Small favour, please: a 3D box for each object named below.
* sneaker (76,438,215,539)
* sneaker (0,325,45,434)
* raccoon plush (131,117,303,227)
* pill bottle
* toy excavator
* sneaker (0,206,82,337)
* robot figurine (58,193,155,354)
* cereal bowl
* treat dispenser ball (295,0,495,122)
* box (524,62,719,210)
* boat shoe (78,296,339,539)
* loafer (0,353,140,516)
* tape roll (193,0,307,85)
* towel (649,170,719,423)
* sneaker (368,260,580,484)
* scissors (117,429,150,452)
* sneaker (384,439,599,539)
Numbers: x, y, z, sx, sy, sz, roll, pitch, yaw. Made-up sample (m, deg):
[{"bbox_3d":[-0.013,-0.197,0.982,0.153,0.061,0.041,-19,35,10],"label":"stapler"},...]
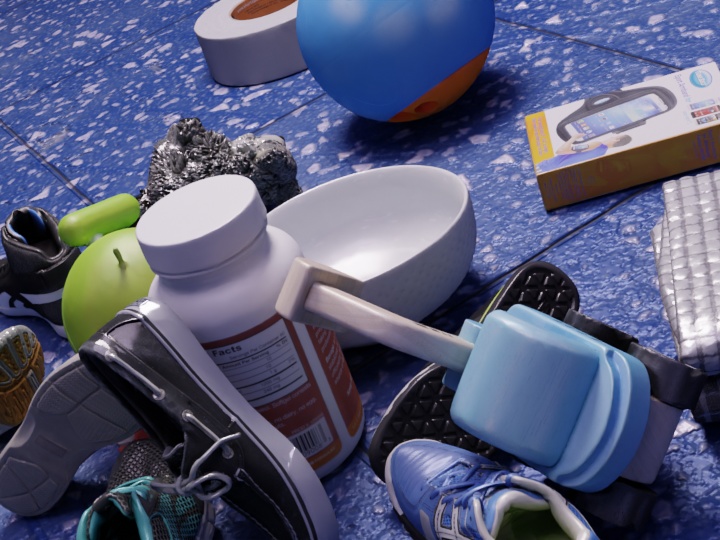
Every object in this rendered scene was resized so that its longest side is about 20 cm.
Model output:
[{"bbox_3d":[-0.140,0.163,0.828,0.077,0.092,0.201,-21,33,2],"label":"sneaker"},{"bbox_3d":[-0.330,0.115,1.059,0.087,0.076,0.200,-7,31,23],"label":"sneaker"},{"bbox_3d":[-0.142,-0.055,1.254,0.133,0.097,0.201,22,79,34],"label":"raccoon plush"},{"bbox_3d":[-0.076,0.042,0.888,0.111,0.201,0.112,-15,29,9],"label":"pill bottle"},{"bbox_3d":[0.069,0.053,0.765,0.194,0.199,0.101,29,96,59],"label":"toy excavator"},{"bbox_3d":[-0.309,-0.014,1.224,0.073,0.113,0.199,-38,33,-30],"label":"sneaker"},{"bbox_3d":[-0.172,0.031,1.013,0.115,0.176,0.200,-30,-1,-12],"label":"robot figurine"},{"bbox_3d":[0.000,0.000,1.027,0.198,0.084,0.201,-15,27,8],"label":"cereal bowl"},{"bbox_3d":[0.035,-0.250,1.306,0.199,0.202,0.201,-16,29,9],"label":"treat dispenser ball"},{"bbox_3d":[0.244,-0.120,1.121,0.198,0.042,0.119,-17,29,11],"label":"box"},{"bbox_3d":[-0.096,0.110,0.812,0.068,0.200,0.073,-40,5,-37],"label":"boat shoe"},{"bbox_3d":[-0.201,0.099,0.936,0.200,0.072,0.063,-44,16,30],"label":"loafer"},{"bbox_3d":[-0.105,-0.307,1.631,0.199,0.067,0.201,-15,30,9],"label":"tape roll"},{"bbox_3d":[0.278,0.006,0.845,0.164,0.086,0.201,-14,31,16],"label":"towel"},{"bbox_3d":[0.079,0.078,0.890,0.200,0.072,0.083,-44,-3,-22],"label":"sneaker"},{"bbox_3d":[-0.181,0.132,0.992,0.199,0.014,0.073,9,55,47],"label":"scissors"},{"bbox_3d":[0.081,0.139,0.744,0.075,0.077,0.200,-34,35,-22],"label":"sneaker"}]
